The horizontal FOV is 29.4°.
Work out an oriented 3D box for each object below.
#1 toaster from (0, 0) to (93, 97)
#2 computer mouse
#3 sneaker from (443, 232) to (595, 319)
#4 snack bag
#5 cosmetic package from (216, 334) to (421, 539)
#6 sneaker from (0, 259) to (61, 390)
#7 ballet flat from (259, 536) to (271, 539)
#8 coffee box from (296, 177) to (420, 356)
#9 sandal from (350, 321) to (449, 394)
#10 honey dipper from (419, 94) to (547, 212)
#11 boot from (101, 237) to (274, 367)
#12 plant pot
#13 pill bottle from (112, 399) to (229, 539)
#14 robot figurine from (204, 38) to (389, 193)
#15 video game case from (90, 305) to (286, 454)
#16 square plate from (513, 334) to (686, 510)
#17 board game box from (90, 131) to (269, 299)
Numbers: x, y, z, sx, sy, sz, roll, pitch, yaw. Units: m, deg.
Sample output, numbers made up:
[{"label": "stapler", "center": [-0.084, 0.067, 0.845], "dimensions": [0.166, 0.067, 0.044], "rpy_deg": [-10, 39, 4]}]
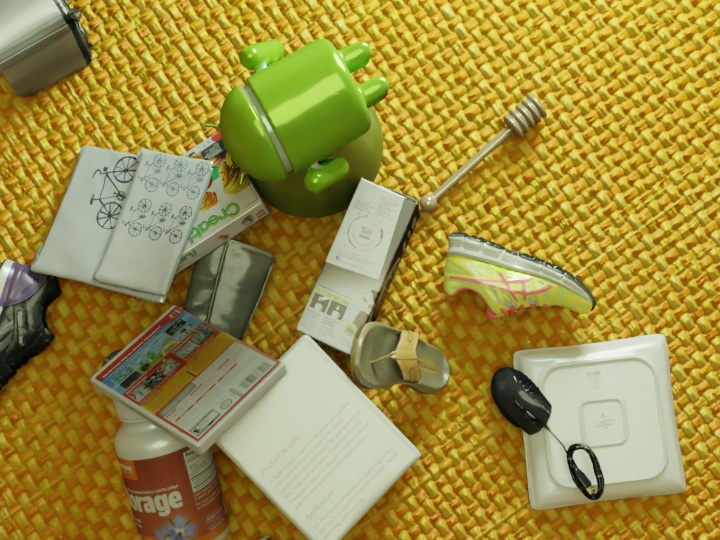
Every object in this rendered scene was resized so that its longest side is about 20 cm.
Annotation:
[{"label": "toaster", "center": [-0.422, -0.327, 1.676], "dimensions": [0.118, 0.200, 0.182], "rpy_deg": [-33, 86, -7]}, {"label": "computer mouse", "center": [0.228, 0.200, 1.681], "dimensions": [0.200, 0.034, 0.059], "rpy_deg": [48, 112, 22]}, {"label": "sneaker", "center": [0.193, 0.024, 1.705], "dimensions": [0.197, 0.078, 0.092], "rpy_deg": [20, 95, 7]}, {"label": "snack bag", "center": [-0.296, -0.067, 1.694], "dimensions": [0.197, 0.021, 0.191], "rpy_deg": [12, 71, 20]}, {"label": "cosmetic package", "center": [-0.054, 0.205, 1.645], "dimensions": [0.165, 0.165, 0.200], "rpy_deg": [-44, 87, -4]}, {"label": "sneaker", "center": [-0.430, 0.093, 1.704], "dimensions": [0.086, 0.076, 0.203], "rpy_deg": [16, 85, -5]}, {"label": "ballet flat", "center": [-0.144, 0.428, 1.682], "dimensions": [0.068, 0.069, 0.203], "rpy_deg": [3, 86, 0]}, {"label": "coffee box", "center": [0.000, 0.000, 1.686], "dimensions": [0.079, 0.113, 0.202], "rpy_deg": [23, 86, 7]}, {"label": "sandal", "center": [0.056, 0.107, 1.645], "dimensions": [0.053, 0.199, 0.082], "rpy_deg": [-11, 72, 37]}, {"label": "honey dipper", "center": [0.151, -0.146, 1.740], "dimensions": [0.199, 0.038, 0.038], "rpy_deg": [-41, 86, -1]}, {"label": "boot", "center": [-0.214, 0.051, 1.706], "dimensions": [0.179, 0.073, 0.203], "rpy_deg": [13, 91, -12]}, {"label": "plant pot", "center": [-0.063, -0.169, 1.659], "dimensions": [0.184, 0.200, 0.190], "rpy_deg": [0, 85, 0]}, {"label": "pill bottle", "center": [-0.232, 0.236, 1.644], "dimensions": [0.111, 0.112, 0.203], "rpy_deg": [-14, 103, -1]}, {"label": "robot figurine", "center": [-0.067, -0.175, 1.501], "dimensions": [0.198, 0.116, 0.177], "rpy_deg": [-30, 94, -2]}, {"label": "video game case", "center": [-0.200, 0.122, 1.580], "dimensions": [0.199, 0.018, 0.143], "rpy_deg": [24, 55, 38]}, {"label": "square plate", "center": [0.300, 0.189, 1.714], "dimensions": [0.197, 0.028, 0.201], "rpy_deg": [-7, 86, -1]}, {"label": "board game box", "center": [-0.226, -0.070, 1.708], "dimensions": [0.199, 0.035, 0.127], "rpy_deg": [-33, 62, -1]}]
